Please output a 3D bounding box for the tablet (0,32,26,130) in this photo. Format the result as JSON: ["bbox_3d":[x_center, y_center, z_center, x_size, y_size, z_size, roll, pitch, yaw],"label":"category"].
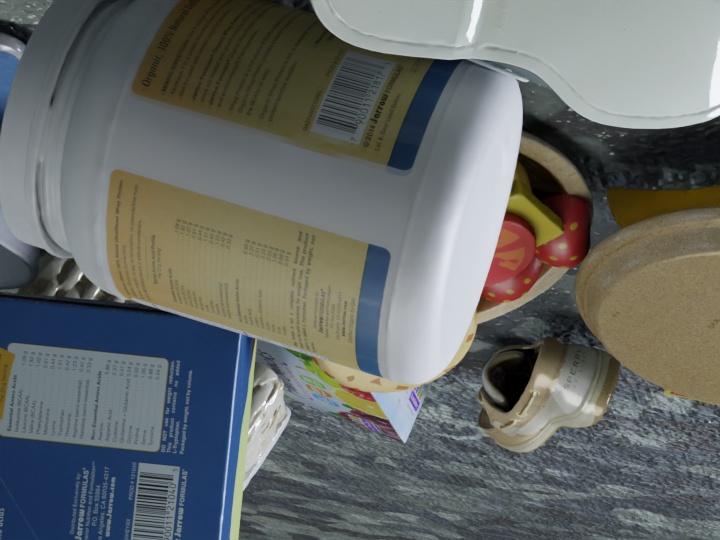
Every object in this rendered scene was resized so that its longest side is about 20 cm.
[{"bbox_3d":[-0.204,-0.087,0.897,0.129,0.014,0.200,4,163,18],"label":"tablet"}]

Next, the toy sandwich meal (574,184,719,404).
[{"bbox_3d":[0.211,0.003,0.822,0.204,0.071,0.206,10,150,6],"label":"toy sandwich meal"}]

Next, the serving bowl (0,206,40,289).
[{"bbox_3d":[-0.274,-0.053,0.913,0.199,0.066,0.200,13,165,3],"label":"serving bowl"}]

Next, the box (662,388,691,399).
[{"bbox_3d":[0.257,0.040,0.982,0.075,0.050,0.200,12,163,-10],"label":"box"}]

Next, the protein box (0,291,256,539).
[{"bbox_3d":[-0.171,0.116,0.928,0.199,0.200,0.135,6,179,1],"label":"protein box"}]

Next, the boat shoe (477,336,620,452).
[{"bbox_3d":[0.123,0.084,1.182,0.069,0.074,0.200,25,159,-9],"label":"boat shoe"}]

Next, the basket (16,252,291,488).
[{"bbox_3d":[-0.178,0.112,1.094,0.198,0.200,0.161,34,168,5],"label":"basket"}]

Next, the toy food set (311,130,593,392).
[{"bbox_3d":[0.025,-0.011,0.847,0.199,0.049,0.198,-27,141,27],"label":"toy food set"}]

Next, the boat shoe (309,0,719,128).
[{"bbox_3d":[0.069,-0.109,0.633,0.199,0.073,0.062,9,-153,-21],"label":"boat shoe"}]

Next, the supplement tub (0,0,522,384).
[{"bbox_3d":[-0.041,-0.044,0.699,0.199,0.145,0.145,17,164,12],"label":"supplement tub"}]

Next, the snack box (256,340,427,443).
[{"bbox_3d":[-0.036,0.057,1.150,0.142,0.053,0.200,22,166,17],"label":"snack box"}]
